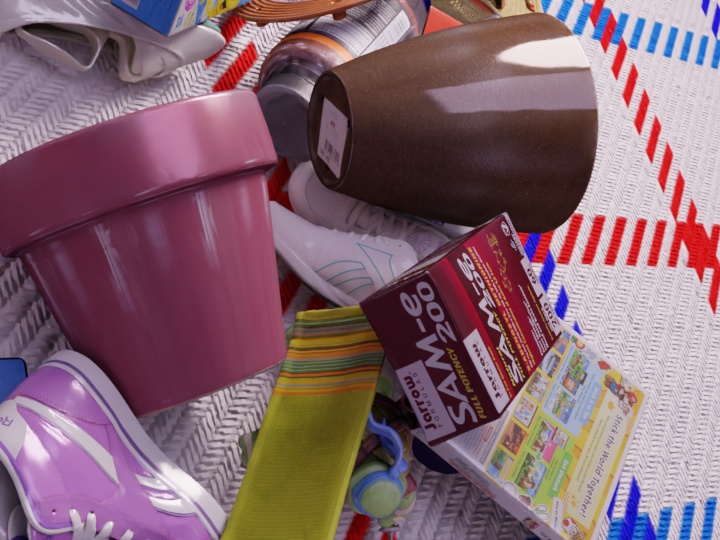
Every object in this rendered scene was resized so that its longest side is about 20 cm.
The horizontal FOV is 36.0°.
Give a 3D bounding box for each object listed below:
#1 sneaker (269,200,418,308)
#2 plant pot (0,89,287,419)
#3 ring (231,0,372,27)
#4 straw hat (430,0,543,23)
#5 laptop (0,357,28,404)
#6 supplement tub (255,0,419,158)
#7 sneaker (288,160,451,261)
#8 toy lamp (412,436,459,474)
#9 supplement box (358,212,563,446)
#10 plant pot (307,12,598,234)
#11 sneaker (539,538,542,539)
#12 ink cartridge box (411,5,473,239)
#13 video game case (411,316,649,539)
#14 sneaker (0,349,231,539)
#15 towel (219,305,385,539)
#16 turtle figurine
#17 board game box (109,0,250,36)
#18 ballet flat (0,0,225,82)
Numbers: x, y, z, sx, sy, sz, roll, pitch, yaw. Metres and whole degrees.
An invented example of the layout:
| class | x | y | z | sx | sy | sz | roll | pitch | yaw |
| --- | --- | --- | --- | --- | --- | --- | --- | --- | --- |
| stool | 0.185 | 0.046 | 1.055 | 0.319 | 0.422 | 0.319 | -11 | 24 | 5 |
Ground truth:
| class | x | y | z | sx | sy | sz | roll | pitch | yaw |
| --- | --- | --- | --- | --- | --- | --- | --- | --- | --- |
| sneaker | 0.000 | 0.000 | 0.913 | 0.199 | 0.070 | 0.081 | 38 | 88 | 3 |
| plant pot | -0.137 | -0.005 | 0.756 | 0.199 | 0.198 | 0.182 | -21 | 94 | -46 |
| ring | -0.026 | -0.269 | 1.033 | 0.201 | 0.197 | 0.019 | -57 | 139 | -45 |
| straw hat | 0.121 | -0.319 | 1.250 | 0.200 | 0.085 | 0.203 | 36 | 38 | -34 |
| laptop | -0.251 | 0.119 | 0.621 | 0.114 | 0.201 | 0.190 | -14 | 69 | -9 |
| supplement tub | -0.026 | -0.182 | 1.017 | 0.107 | 0.107 | 0.201 | 44 | 44 | -9 |
| sneaker | 0.028 | -0.034 | 0.967 | 0.199 | 0.099 | 0.076 | 36 | 70 | -16 |
| toy lamp | 0.096 | 0.087 | 0.988 | 0.058 | 0.058 | 0.201 | 39 | 47 | -14 |
| supplement box | 0.080 | 0.035 | 0.803 | 0.110 | 0.060 | 0.200 | 63 | 27 | -3 |
| plant pot | 0.063 | -0.118 | 0.920 | 0.197 | 0.187 | 0.190 | -6 | 66 | -25 |
| sneaker | 0.159 | 0.177 | 0.986 | 0.078 | 0.078 | 0.202 | 12 | 49 | -12 |
| ink cartridge box | 0.090 | -0.140 | 1.061 | 0.108 | 0.050 | 0.203 | 20 | 84 | -32 |
| video game case | 0.149 | 0.118 | 0.944 | 0.181 | 0.023 | 0.201 | 39 | 46 | -2 |
| sneaker | -0.160 | 0.161 | 0.690 | 0.201 | 0.072 | 0.115 | 50 | 37 | -11 |
| towel | -0.033 | 0.103 | 0.737 | 0.018 | 0.085 | 0.202 | 54 | 38 | -36 |
| turtle figurine | -0.026 | 0.140 | 0.831 | 0.141 | 0.203 | 0.195 | 6 | 32 | -8 |
| board game box | -0.102 | -0.305 | 0.889 | 0.055 | 0.202 | 0.196 | 30 | 28 | 3 |
| ballet flat | -0.206 | -0.189 | 0.903 | 0.197 | 0.069 | 0.070 | 12 | 56 | -32 |
